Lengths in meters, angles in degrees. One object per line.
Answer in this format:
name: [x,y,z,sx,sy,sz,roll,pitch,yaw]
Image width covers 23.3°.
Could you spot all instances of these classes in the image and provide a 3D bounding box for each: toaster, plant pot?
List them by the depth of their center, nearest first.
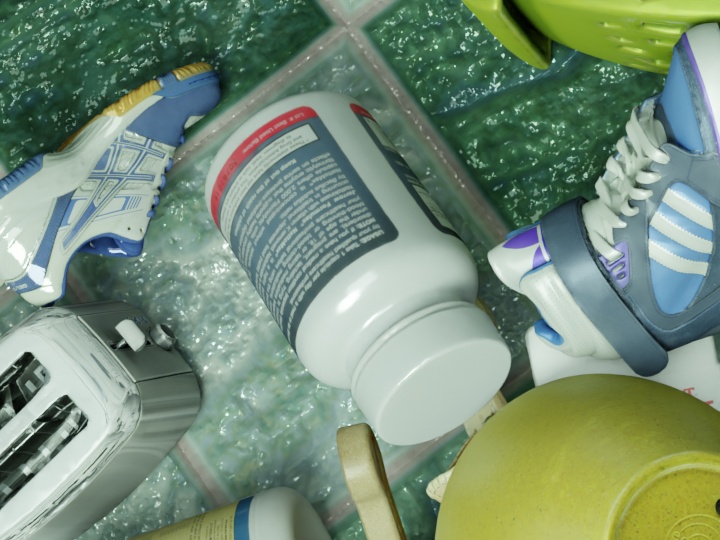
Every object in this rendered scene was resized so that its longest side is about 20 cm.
plant pot: [0.153,0.150,0.918,0.199,0.142,0.201,2,82,-12]
plant pot: [0.154,-0.219,1.019,0.181,0.199,0.201,0,86,16]
toaster: [-0.201,0.105,1.094,0.200,0.129,0.114,-43,79,6]

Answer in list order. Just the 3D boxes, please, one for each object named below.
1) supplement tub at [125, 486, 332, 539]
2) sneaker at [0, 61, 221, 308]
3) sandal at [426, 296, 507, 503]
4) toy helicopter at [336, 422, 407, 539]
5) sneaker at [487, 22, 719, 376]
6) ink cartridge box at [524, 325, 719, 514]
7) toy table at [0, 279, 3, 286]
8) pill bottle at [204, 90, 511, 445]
supplement tub: [-0.110,0.229,1.060,0.199,0.145,0.145,-21,83,9]
sneaker: [-0.156,-0.054,1.107,0.200,0.075,0.088,-40,97,-24]
sandal: [0.067,0.115,1.044,0.069,0.078,0.212,-9,62,-21]
toy helicopter: [0.022,0.186,1.021,0.079,0.132,0.201,-16,106,9]
sneaker: [0.139,-0.032,0.954,0.146,0.081,0.201,-10,128,5]
ink cartridge box: [0.173,0.123,1.052,0.115,0.068,0.201,-11,85,9]
toy table: [-0.322,0.036,1.110,0.117,0.184,0.200,42,101,27]
pill bottle: [0.000,0.000,1.036,0.119,0.120,0.200,-38,57,6]
